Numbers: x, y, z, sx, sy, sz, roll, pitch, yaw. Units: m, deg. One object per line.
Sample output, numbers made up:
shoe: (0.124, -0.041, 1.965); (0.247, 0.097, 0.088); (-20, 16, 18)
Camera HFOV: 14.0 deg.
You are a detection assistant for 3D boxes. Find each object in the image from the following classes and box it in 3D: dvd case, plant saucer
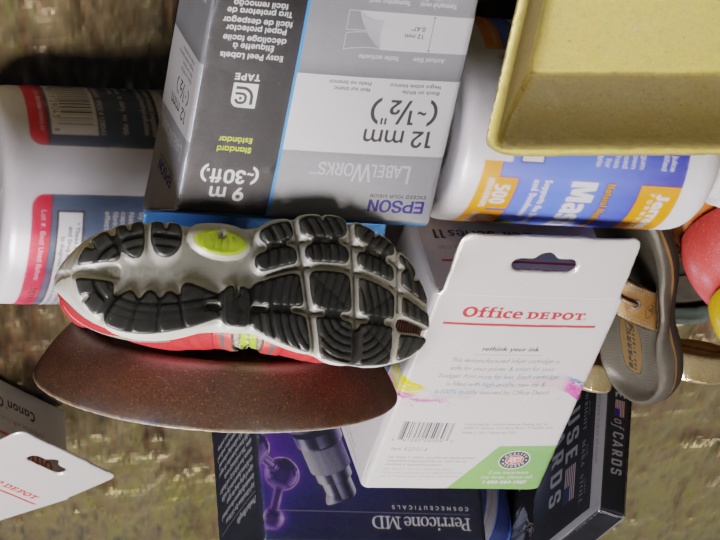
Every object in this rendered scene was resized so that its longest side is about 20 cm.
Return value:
dvd case: (0.131, 0.139, 2.025); (0.025, 0.151, 0.200); (17, 147, -17)
plant saucer: (0.169, -0.150, 1.499); (0.198, 0.049, 0.201); (-1, 132, -14)
plant saucer: (-0.078, 0.047, 1.594); (0.199, 0.035, 0.200); (4, -168, -1)

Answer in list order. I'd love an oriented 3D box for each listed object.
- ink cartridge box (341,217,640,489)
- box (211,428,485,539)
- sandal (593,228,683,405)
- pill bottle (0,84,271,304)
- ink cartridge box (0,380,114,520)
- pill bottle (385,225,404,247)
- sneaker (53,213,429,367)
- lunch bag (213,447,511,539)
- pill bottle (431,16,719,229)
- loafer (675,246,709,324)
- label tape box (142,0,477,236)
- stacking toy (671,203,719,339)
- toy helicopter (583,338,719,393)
ink cartridge box: (0.071, 0.033, 1.662); (0.116, 0.068, 0.201); (2, 133, -21)
box: (-0.012, 0.099, 1.843); (0.147, 0.201, 0.104); (1, 154, -18)
sandal: (0.148, 0.007, 1.763); (0.054, 0.082, 0.201); (-32, 135, -25)
pill bottle: (-0.109, -0.040, 1.624); (0.198, 0.120, 0.120); (1, 153, -17)
ink cartridge box: (-0.277, 0.124, 1.980); (0.199, 0.068, 0.116); (-18, 153, 25)
pill bottle: (0.000, 0.000, 1.742); (0.198, 0.115, 0.115); (-8, 155, 2)
sneaker: (-0.062, 0.010, 1.525); (0.199, 0.078, 0.085); (8, 168, -18)
lunch bag: (-0.001, 0.157, 2.041); (0.199, 0.137, 0.132); (-19, 152, 24)
pill bottle: (0.132, -0.079, 1.616); (0.199, 0.113, 0.112); (3, 153, -18)
loafer: (0.141, -0.007, 1.841); (0.199, 0.072, 0.063); (1, 121, -26)
label tape box: (-0.030, -0.071, 1.528); (0.142, 0.066, 0.201); (3, 114, -20)
stacking toy: (0.249, 0.010, 1.728); (0.145, 0.201, 0.146); (-6, 155, -3)
toy helicopter: (0.146, 0.054, 1.919); (0.199, 0.079, 0.132); (4, -168, -19)
